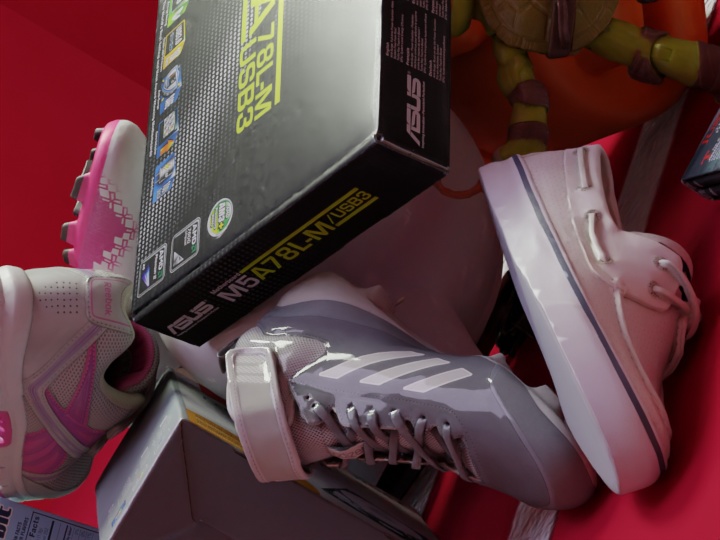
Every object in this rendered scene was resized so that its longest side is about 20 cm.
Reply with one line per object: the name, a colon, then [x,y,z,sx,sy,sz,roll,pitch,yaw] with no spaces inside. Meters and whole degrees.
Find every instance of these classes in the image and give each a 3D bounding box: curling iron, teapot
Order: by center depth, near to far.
teapot: [0.000,0.000,1.294,0.197,0.146,0.201,-21,43,43]
curling iron: [0.045,0.069,1.361,0.200,0.025,0.050,-56,11,32]

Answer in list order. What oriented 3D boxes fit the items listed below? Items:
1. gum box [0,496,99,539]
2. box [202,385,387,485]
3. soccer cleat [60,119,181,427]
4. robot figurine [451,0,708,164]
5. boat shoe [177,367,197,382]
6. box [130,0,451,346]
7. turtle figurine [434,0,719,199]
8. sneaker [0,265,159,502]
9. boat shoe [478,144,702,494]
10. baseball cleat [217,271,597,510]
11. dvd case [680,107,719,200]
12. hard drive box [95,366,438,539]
gum box: [-0.133,0.192,1.402,0.170,0.199,0.045,135,153,-61]
box: [-0.042,0.090,1.459,0.153,0.106,0.200,-69,3,-50]
soccer cleat: [-0.113,0.005,1.366,0.070,0.086,0.201,-74,-3,-47]
robot figurine: [0.096,-0.117,1.318,0.144,0.117,0.200,-45,14,-29]
boat shoe: [-0.131,0.015,1.496,0.200,0.075,0.093,-2,-50,-58]
box: [-0.032,-0.091,1.193,0.193,0.047,0.201,-36,42,46]
turtle figurine: [0.094,-0.129,1.182,0.064,0.160,0.201,107,162,-65]
sneaker: [-0.144,0.060,1.303,0.200,0.088,0.082,92,175,-66]
boat shoe: [0.102,0.011,1.040,0.070,0.071,0.200,-19,32,1]
baseball cleat: [0.012,0.069,1.104,0.106,0.070,0.200,-36,36,-19]
dvd case: [0.196,-0.100,1.029,0.146,0.022,0.200,-61,9,-8]
hard drive box: [-0.043,0.126,1.242,0.077,0.155,0.200,-60,8,0]
